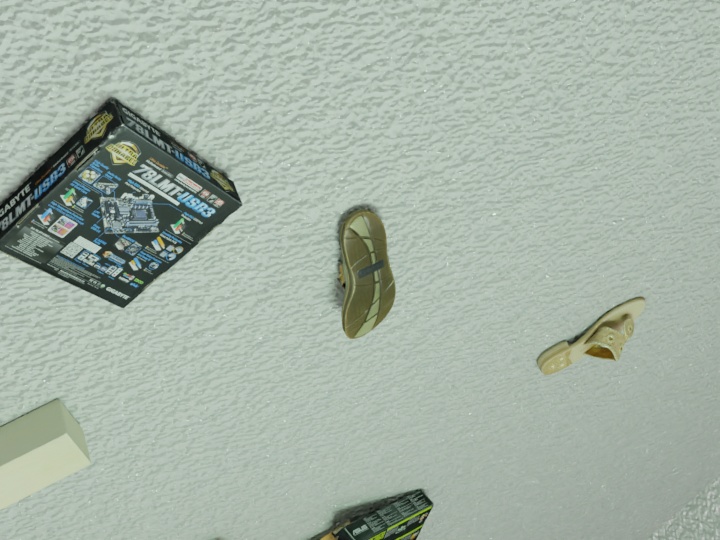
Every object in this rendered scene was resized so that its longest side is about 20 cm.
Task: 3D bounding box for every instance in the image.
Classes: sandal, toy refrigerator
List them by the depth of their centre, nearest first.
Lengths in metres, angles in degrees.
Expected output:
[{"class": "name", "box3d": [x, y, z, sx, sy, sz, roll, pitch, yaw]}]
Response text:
[{"class": "toy refrigerator", "box3d": [-0.458, 0.250, 1.444, 0.198, 0.070, 0.076, -27, 137, -4]}, {"class": "sandal", "box3d": [0.000, 0.000, 1.471, 0.080, 0.054, 0.202, -20, 128, -20]}, {"class": "sandal", "box3d": [0.402, 0.131, 1.870, 0.210, 0.070, 0.078, -30, 144, 1]}]

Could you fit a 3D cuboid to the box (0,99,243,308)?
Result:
[{"class": "box", "box3d": [-0.263, -0.064, 1.216, 0.198, 0.050, 0.200, -41, 142, 14]}]

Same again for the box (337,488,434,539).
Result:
[{"class": "box", "box3d": [0.025, 0.506, 2.036, 0.199, 0.047, 0.195, -17, 138, -40]}]

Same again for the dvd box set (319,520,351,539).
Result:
[{"class": "dvd box set", "box3d": [-0.089, 0.549, 2.041, 0.199, 0.029, 0.147, -30, 147, -17]}]
